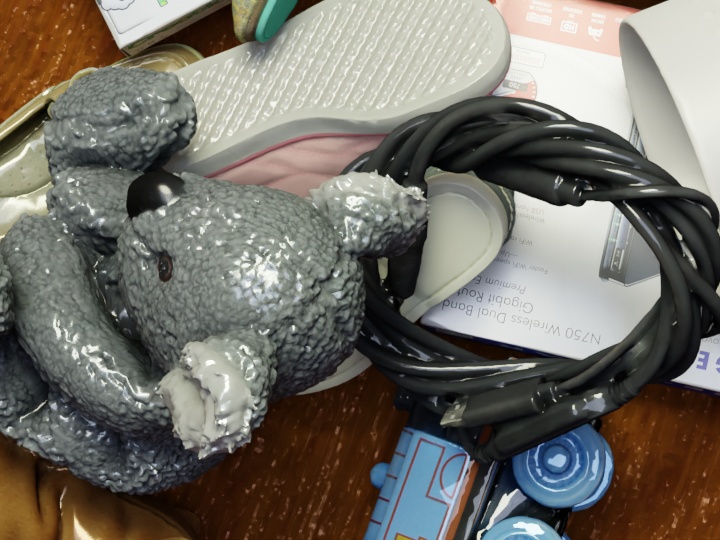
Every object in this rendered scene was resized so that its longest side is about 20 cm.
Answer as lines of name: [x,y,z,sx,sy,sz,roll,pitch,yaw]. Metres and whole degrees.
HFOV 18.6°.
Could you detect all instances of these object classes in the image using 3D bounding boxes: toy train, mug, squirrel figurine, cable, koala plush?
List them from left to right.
squirrel figurine: [-0.162,0.104,1.082,0.186,0.142,0.201,13,88,-1]
koala plush: [-0.069,0.013,0.967,0.177,0.199,0.184,-48,115,-33]
toy train: [0.051,0.134,1.086,0.114,0.087,0.201,19,86,12]
cable: [0.075,-0.005,0.990,0.200,0.051,0.164,-30,95,41]
mug: [0.218,-0.099,1.020,0.174,0.148,0.201,-20,67,0]

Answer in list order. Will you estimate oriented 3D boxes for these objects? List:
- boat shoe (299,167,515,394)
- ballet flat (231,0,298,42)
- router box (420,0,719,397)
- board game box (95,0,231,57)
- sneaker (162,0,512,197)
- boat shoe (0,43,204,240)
boat shoe: [0.000,0.000,1.093,0.200,0.062,0.073,-32,107,35]
ballet flat: [-0.019,-0.203,1.057,0.071,0.071,0.200,34,86,7]
router box: [0.146,-0.036,1.111,0.199,0.049,0.181,12,85,6]
board game box: [-0.061,-0.211,1.109,0.199,0.035,0.127,-28,87,4]
sneaker: [-0.006,-0.078,1.095,0.199,0.105,0.076,-16,64,21]
boat shoe: [-0.162,-0.052,1.130,0.200,0.063,0.073,-29,83,1]
